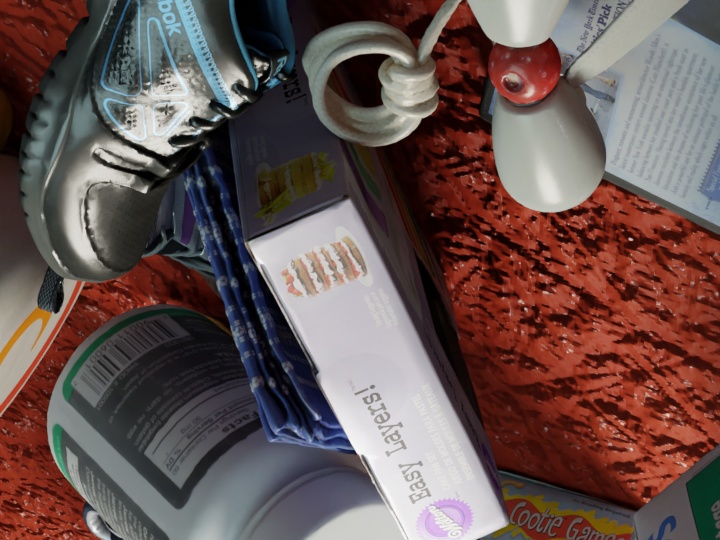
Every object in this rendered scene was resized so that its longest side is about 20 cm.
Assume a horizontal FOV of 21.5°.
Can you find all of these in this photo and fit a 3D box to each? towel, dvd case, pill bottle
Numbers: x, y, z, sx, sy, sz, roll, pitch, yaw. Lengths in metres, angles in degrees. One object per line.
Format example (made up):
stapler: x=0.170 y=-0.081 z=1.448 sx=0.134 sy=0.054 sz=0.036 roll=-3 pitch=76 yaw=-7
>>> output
towel: x=-0.042 y=-0.017 z=0.821 sx=0.024 sy=0.202 sz=0.145 roll=-21 pitch=169 yaw=9
dvd case: x=0.147 y=-0.069 z=0.753 sx=0.199 sy=0.018 sz=0.143 roll=27 pitch=146 yaw=11
pill bottle: x=-0.061 y=0.106 z=0.921 sx=0.200 sy=0.113 sz=0.114 roll=36 pitch=156 yaw=46

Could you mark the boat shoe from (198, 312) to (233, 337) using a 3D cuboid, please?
boat shoe: x=-0.047 y=0.070 z=1.049 sx=0.199 sy=0.071 sz=0.070 roll=17 pitch=-176 yaw=35

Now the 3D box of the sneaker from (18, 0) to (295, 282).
sneaker: x=-0.072 y=-0.069 z=0.706 sx=0.081 sy=0.073 sz=0.201 roll=26 pitch=126 yaw=10

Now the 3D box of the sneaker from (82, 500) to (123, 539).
sneaker: x=-0.076 y=0.141 z=1.122 sx=0.198 sy=0.109 sz=0.070 roll=8 pitch=139 yaw=34

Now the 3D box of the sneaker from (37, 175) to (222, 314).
sneaker: x=-0.107 y=-0.020 z=0.921 sx=0.077 sy=0.140 sz=0.201 roll=6 pitch=136 yaw=35

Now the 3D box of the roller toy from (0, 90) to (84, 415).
roller toy: x=-0.246 y=0.008 z=1.040 sx=0.139 sy=0.183 sz=0.200 roll=34 pitch=147 yaw=3

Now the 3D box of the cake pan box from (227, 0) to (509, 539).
cake pan box: x=0.000 y=0.000 z=0.829 sx=0.052 sy=0.185 sz=0.201 roll=-20 pitch=125 yaw=9

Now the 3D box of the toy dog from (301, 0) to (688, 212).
toy dog: x=0.062 y=-0.125 z=0.686 sx=0.131 sy=0.097 sz=0.201 roll=22 pitch=142 yaw=5

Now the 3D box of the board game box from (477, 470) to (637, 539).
board game box: x=0.073 y=0.223 z=1.009 sx=0.102 sy=0.201 sz=0.105 roll=14 pitch=142 yaw=28

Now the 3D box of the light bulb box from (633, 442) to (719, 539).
light bulb box: x=0.244 y=0.126 z=0.728 sx=0.200 sy=0.125 sz=0.198 roll=-41 pitch=104 yaw=16
